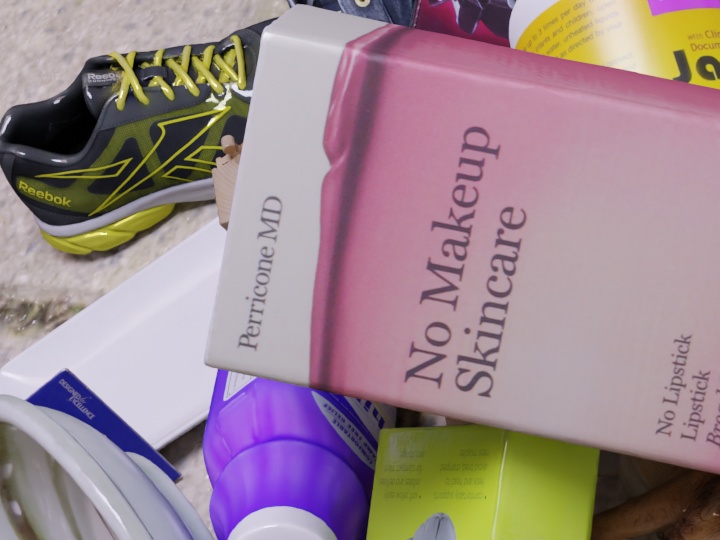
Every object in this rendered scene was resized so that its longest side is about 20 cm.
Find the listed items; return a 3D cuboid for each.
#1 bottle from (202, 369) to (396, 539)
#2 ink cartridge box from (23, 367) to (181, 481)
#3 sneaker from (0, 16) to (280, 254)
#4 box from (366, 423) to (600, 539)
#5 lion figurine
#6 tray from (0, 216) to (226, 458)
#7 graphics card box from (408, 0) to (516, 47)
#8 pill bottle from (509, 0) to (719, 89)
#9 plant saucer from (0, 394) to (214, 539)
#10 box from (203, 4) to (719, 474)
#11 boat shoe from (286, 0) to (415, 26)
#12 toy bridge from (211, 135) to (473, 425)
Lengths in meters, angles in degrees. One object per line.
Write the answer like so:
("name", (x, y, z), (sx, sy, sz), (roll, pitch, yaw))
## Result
("bottle", (-0.026, 0.077, 1.189), (0.065, 0.084, 0.200), (-37, 17, 18))
("ink cartridge box", (-0.181, 0.137, 1.295), (0.200, 0.095, 0.037), (-39, 40, 5))
("sneaker", (-0.091, -0.076, 1.395), (0.199, 0.085, 0.075), (-29, 47, 15))
("box", (0.036, 0.161, 1.080), (0.122, 0.047, 0.202), (169, 110, -66))
("lion figurine", (0.126, 0.081, 1.133), (0.122, 0.073, 0.200), (-17, 39, -8))
("tray", (-0.081, 0.035, 1.351), (0.199, 0.022, 0.108), (-34, 46, 10))
("graphics card box", (0.088, -0.128, 1.287), (0.125, 0.051, 0.201), (13, 60, 1))
("pill bottle", (0.122, -0.070, 1.174), (0.104, 0.104, 0.201), (-24, 68, 19))
("plant saucer", (-0.094, 0.133, 1.187), (0.050, 0.201, 0.200), (-29, 39, -23))
("box", (0.054, -0.014, 1.043), (0.198, 0.109, 0.129), (11, 100, 3))
("boat shoe", (0.005, -0.088, 1.318), (0.071, 0.091, 0.201), (-24, 53, 31))
("toy bridge", (0.000, 0.000, 1.192), (0.027, 0.200, 0.068), (-28, 45, 18))
